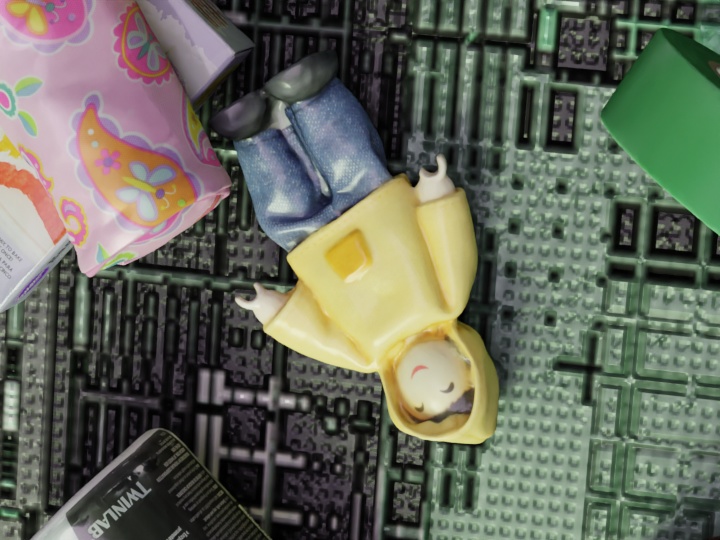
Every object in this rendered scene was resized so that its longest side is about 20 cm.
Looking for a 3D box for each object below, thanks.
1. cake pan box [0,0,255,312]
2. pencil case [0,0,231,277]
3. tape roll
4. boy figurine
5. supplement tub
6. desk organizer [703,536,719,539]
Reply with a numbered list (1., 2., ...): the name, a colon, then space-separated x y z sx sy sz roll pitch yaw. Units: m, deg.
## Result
1. cake pan box: -0.182 -0.113 1.196 0.184 0.052 0.200 -44 89 12
2. pencil case: -0.140 -0.100 1.125 0.087 0.087 0.201 -31 91 14
3. tape roll: 0.197 -0.028 1.058 0.200 0.200 0.048 37 104 3
4. boy figurine: 0.000 0.000 1.172 0.124 0.064 0.201 -28 90 11
5. supplement tub: -0.074 0.186 1.184 0.122 0.123 0.200 -42 89 14
6. desk organizer: 0.225 0.153 1.145 0.199 0.077 0.072 -15 96 13
